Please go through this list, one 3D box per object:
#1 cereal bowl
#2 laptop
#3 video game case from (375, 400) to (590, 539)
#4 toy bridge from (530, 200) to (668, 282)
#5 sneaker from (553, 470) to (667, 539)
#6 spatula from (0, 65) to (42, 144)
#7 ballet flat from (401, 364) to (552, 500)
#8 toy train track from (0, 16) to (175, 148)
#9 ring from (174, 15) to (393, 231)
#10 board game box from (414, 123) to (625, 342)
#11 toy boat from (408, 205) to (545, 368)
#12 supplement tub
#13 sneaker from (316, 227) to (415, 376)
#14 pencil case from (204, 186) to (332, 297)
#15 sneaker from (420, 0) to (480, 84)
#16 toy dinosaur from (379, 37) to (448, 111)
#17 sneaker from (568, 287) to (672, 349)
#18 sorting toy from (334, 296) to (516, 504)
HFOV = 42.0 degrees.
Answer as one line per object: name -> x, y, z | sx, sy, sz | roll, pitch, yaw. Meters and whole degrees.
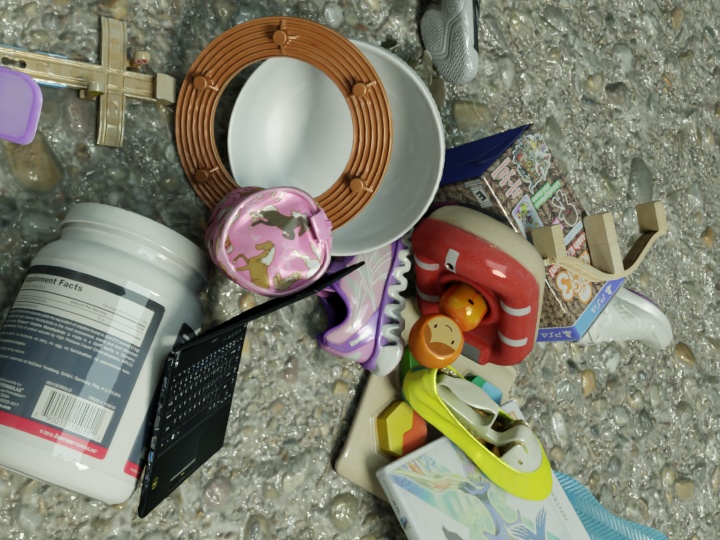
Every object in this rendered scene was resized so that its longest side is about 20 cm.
cereal bowl -> -0.018, -0.119, 0.876 | 0.201, 0.199, 0.083 | 64, 14, -11
laptop -> -0.081, 0.086, 0.747 | 0.177, 0.103, 0.201 | -30, 133, -76
video game case -> 0.131, 0.245, 0.940 | 0.199, 0.022, 0.183 | -18, 75, -39
toy bridge -> 0.242, -0.024, 0.929 | 0.199, 0.027, 0.068 | -14, 92, -40
sneaker -> 0.252, 0.295, 1.072 | 0.199, 0.081, 0.077 | 32, 67, -7
spatula -> -0.346, -0.148, 0.714 | 0.199, 0.021, 0.057 | 12, 103, -31
ballet flat -> 0.129, 0.159, 0.931 | 0.200, 0.067, 0.067 | 39, 48, -8
toy train track -> -0.246, -0.170, 0.789 | 0.199, 0.032, 0.116 | 4, 82, -34
ring -> -0.070, -0.122, 0.831 | 0.201, 0.199, 0.019 | 65, 15, -11
board game box -> 0.149, -0.030, 0.979 | 0.097, 0.159, 0.200 | -44, 109, -31
toy boat -> 0.093, 0.037, 0.885 | 0.131, 0.130, 0.200 | -50, 153, -26
supplement tub -> -0.207, 0.065, 0.723 | 0.140, 0.140, 0.201 | 31, 68, -29
sneaker -> 0.000, 0.000, 0.926 | 0.088, 0.080, 0.201 | 10, 74, -16
pencil case -> -0.076, -0.027, 0.743 | 0.083, 0.200, 0.087 | 33, 89, -12
sneaker -> 0.125, -0.308, 1.043 | 0.113, 0.075, 0.201 | -9, 86, -34
toy dinosaur -> 0.023, -0.165, 0.954 | 0.200, 0.077, 0.103 | -43, 143, -18
sneaker -> 0.296, 0.058, 1.142 | 0.199, 0.075, 0.100 | 31, 81, -24
sorting toy -> 0.080, 0.154, 0.983 | 0.185, 0.036, 0.201 | 35, 66, -28
